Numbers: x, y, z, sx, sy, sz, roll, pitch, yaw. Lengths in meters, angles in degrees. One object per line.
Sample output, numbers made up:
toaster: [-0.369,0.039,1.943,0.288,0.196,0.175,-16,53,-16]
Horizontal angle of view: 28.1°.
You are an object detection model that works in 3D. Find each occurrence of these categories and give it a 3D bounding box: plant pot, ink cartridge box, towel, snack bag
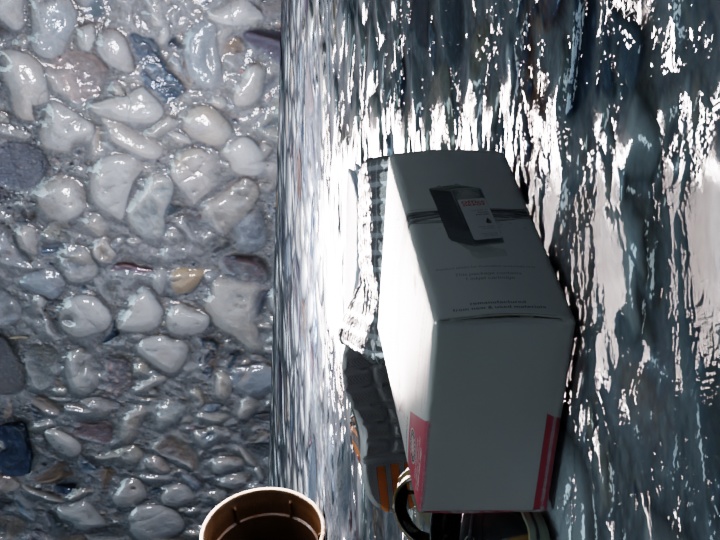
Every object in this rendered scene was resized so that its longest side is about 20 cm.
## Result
plant pot: [-0.149,0.490,2.322,0.200,0.200,0.198,-101,5,-54]
ink cartridge box: [0.065,0.033,0.899,0.200,0.085,0.146,-99,11,-58]
towel: [0.032,-0.008,1.151,0.200,0.086,0.166,180,90,-83]
snack bag: [0.000,0.000,1.669,0.200,0.021,0.189,-104,15,-61]

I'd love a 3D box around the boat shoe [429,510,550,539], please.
boat shoe: [0.074,0.161,0.937,0.200,0.062,0.075,-118,25,-77]

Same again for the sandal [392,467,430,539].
sandal: [0.054,0.189,1.123,0.200,0.055,0.082,-114,24,-72]

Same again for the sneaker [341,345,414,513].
sneaker: [0.015,0.119,1.338,0.112,0.078,0.200,-159,68,-81]
